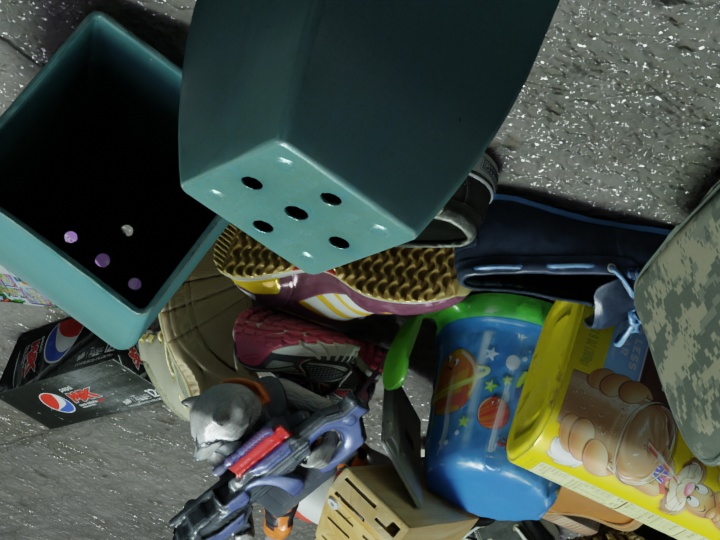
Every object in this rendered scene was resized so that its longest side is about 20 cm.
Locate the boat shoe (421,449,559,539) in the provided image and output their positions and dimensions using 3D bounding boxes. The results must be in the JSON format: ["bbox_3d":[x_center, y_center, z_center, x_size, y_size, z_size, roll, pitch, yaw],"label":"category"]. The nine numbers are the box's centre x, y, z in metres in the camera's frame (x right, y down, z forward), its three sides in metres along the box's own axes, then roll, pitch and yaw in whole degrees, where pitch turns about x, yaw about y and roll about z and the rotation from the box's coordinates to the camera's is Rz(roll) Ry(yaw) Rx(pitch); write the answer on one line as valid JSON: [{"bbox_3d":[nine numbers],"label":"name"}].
[{"bbox_3d":[0.108,0.219,1.604,0.072,0.068,0.200,-5,143,39],"label":"boat shoe"}]

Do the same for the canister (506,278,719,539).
[{"bbox_3d":[0.212,0.106,1.247,0.200,0.149,0.087,25,152,-9],"label":"canister"}]

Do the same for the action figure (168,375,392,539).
[{"bbox_3d":[-0.079,0.144,1.292,0.200,0.105,0.194,-34,142,0],"label":"action figure"}]

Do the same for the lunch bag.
[{"bbox_3d":[0.275,0.016,1.058,0.167,0.140,0.200,-13,159,-17],"label":"lunch bag"}]

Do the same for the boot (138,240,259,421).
[{"bbox_3d":[-0.130,0.042,1.404,0.155,0.072,0.200,-150,44,-65],"label":"boot"}]

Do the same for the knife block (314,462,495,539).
[{"bbox_3d":[0.044,0.178,1.350,0.064,0.175,0.200,41,146,19],"label":"knife block"}]

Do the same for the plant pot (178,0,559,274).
[{"bbox_3d":[-0.002,-0.110,0.925,0.141,0.200,0.141,34,148,-27],"label":"plant pot"}]

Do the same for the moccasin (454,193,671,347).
[{"bbox_3d":[0.157,0.011,1.189,0.199,0.068,0.081,12,151,8],"label":"moccasin"}]

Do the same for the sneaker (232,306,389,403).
[{"bbox_3d":[-0.034,0.077,1.346,0.080,0.075,0.200,19,177,26],"label":"sneaker"}]

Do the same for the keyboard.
[{"bbox_3d":[0.031,0.119,1.356,0.011,0.200,0.056,-22,101,6],"label":"keyboard"}]

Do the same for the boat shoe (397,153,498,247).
[{"bbox_3d":[-0.008,-0.045,1.194,0.200,0.064,0.071,-1,147,34],"label":"boat shoe"}]

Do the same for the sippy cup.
[{"bbox_3d":[0.106,0.106,1.328,0.177,0.131,0.140,11,152,13],"label":"sippy cup"}]

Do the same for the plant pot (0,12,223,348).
[{"bbox_3d":[-0.162,-0.038,1.188,0.141,0.141,0.200,36,160,2],"label":"plant pot"}]

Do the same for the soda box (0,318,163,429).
[{"bbox_3d":[-0.228,0.081,1.559,0.071,0.063,0.200,36,147,-29],"label":"soda box"}]

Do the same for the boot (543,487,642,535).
[{"bbox_3d":[0.150,0.145,1.440,0.154,0.074,0.200,28,149,-10],"label":"boot"}]

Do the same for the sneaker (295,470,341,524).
[{"bbox_3d":[0.021,0.210,1.641,0.108,0.067,0.201,-8,146,39],"label":"sneaker"}]

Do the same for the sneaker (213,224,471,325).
[{"bbox_3d":[0.000,0.000,1.276,0.200,0.075,0.090,9,160,30],"label":"sneaker"}]

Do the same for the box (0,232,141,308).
[{"bbox_3d":[-0.257,-0.036,1.390,0.137,0.039,0.200,7,150,22],"label":"box"}]

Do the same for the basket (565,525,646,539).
[{"bbox_3d":[0.256,0.282,1.558,0.149,0.143,0.200,-18,153,15],"label":"basket"}]
